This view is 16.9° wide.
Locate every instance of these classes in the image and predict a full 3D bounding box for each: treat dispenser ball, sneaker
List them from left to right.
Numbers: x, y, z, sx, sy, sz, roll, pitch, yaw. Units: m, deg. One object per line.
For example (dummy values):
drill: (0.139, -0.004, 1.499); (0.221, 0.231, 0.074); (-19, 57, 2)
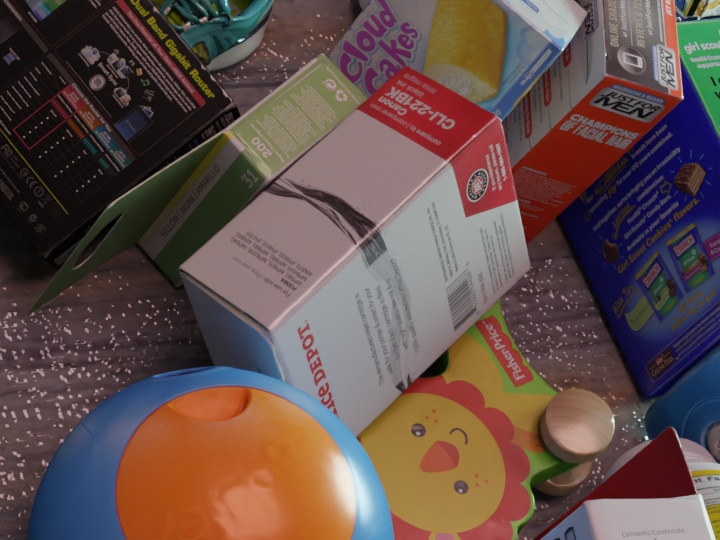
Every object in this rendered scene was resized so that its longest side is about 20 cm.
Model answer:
sneaker: (-0.120, -0.156, 1.573); (0.077, 0.080, 0.200); (43, 51, 2)
treat dispenser ball: (-0.081, 0.153, 1.322); (0.200, 0.201, 0.202); (14, 55, -21)

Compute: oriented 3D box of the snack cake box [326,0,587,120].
snack cake box: (0.038, -0.123, 1.556); (0.115, 0.200, 0.067); (39, 35, -2)

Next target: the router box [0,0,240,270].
router box: (-0.191, -0.124, 1.479); (0.150, 0.062, 0.200); (-39, 83, -4)

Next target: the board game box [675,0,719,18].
board game box: (0.216, -0.252, 1.746); (0.046, 0.200, 0.152); (-37, 81, -8)

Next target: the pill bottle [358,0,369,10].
pill bottle: (0.105, -0.197, 1.700); (0.199, 0.114, 0.115); (13, 56, -22)

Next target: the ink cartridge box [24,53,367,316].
ink cartridge box: (-0.098, -0.038, 1.467); (0.048, 0.146, 0.200); (47, 50, 3)

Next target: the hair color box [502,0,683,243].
hair color box: (0.130, -0.112, 1.603); (0.064, 0.200, 0.111); (15, 55, -23)

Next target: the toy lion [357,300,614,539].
toy lion: (0.047, 0.094, 1.523); (0.191, 0.069, 0.200); (-21, 68, -26)

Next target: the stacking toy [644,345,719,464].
stacking toy: (0.300, 0.104, 1.643); (0.200, 0.116, 0.110); (-8, 60, -47)

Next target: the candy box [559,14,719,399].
candy box: (0.220, -0.043, 1.631); (0.077, 0.169, 0.201); (-9, 66, -36)

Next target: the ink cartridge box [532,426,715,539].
ink cartridge box: (0.127, 0.209, 1.401); (0.084, 0.200, 0.176); (0, 62, -28)

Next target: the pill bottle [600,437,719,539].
pill bottle: (0.215, 0.190, 1.478); (0.112, 0.113, 0.200); (13, 23, -21)

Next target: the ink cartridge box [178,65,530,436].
ink cartridge box: (0.000, 0.000, 1.456); (0.084, 0.145, 0.200); (31, 64, 33)
